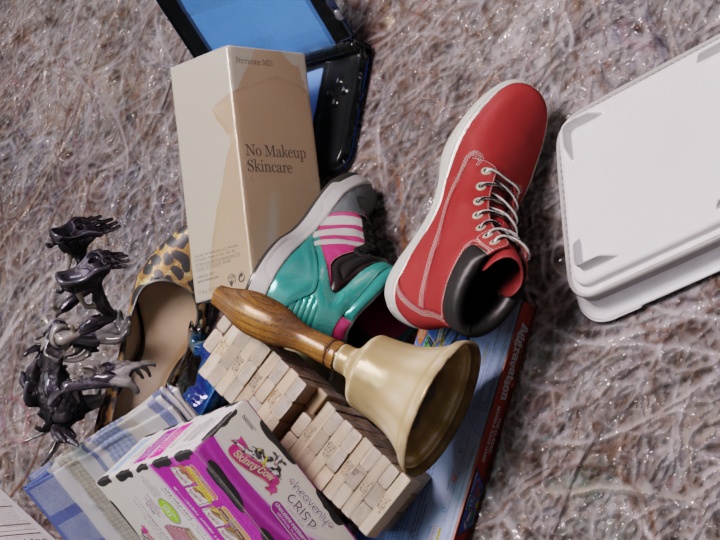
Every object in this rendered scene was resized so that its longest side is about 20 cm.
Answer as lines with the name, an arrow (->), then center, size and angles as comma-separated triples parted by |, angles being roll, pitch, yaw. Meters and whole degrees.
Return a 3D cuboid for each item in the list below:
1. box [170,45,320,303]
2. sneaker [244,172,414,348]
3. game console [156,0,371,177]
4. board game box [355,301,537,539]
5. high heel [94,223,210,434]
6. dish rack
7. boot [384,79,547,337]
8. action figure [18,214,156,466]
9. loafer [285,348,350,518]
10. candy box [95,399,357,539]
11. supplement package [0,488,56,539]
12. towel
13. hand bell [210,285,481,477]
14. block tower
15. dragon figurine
box -> -0.091, -0.077, 1.562 | 0.077, 0.094, 0.202 | -13, 82, 45
sneaker -> 0.000, 0.000, 1.470 | 0.200, 0.120, 0.084 | -50, -14, -52
game console -> -0.099, -0.170, 1.648 | 0.199, 0.118, 0.172 | -10, 63, 47
board game box -> 0.062, 0.116, 1.391 | 0.102, 0.019, 0.202 | 7, 77, 49
high heel -> -0.172, 0.062, 1.606 | 0.143, 0.071, 0.202 | -93, 23, -74
dish rack -> 0.211, -0.073, 1.301 | 0.199, 0.043, 0.173 | -27, 51, 37
boot -> 0.101, -0.045, 1.352 | 0.201, 0.072, 0.144 | -64, 20, -8
action figure -> -0.223, 0.064, 1.543 | 0.119, 0.101, 0.202 | 52, 137, 50
loafer -> -0.039, 0.099, 1.477 | 0.076, 0.067, 0.202 | -28, 52, 37
candy box -> -0.104, 0.179, 1.414 | 0.061, 0.137, 0.200 | -43, 10, -30
supplement package -> -0.338, 0.284, 1.659 | 0.200, 0.119, 0.122 | 27, 114, 52
towel -> -0.175, 0.188, 1.551 | 0.199, 0.147, 0.024 | -32, 10, 35
hand bell -> -0.023, 0.056, 1.355 | 0.199, 0.104, 0.105 | 27, 91, 22
block tower -> -0.035, 0.113, 1.393 | 0.200, 0.058, 0.054 | 42, 100, 28
dragon figurine -> -0.114, 0.103, 1.567 | 0.099, 0.059, 0.201 | 23, 87, 52
